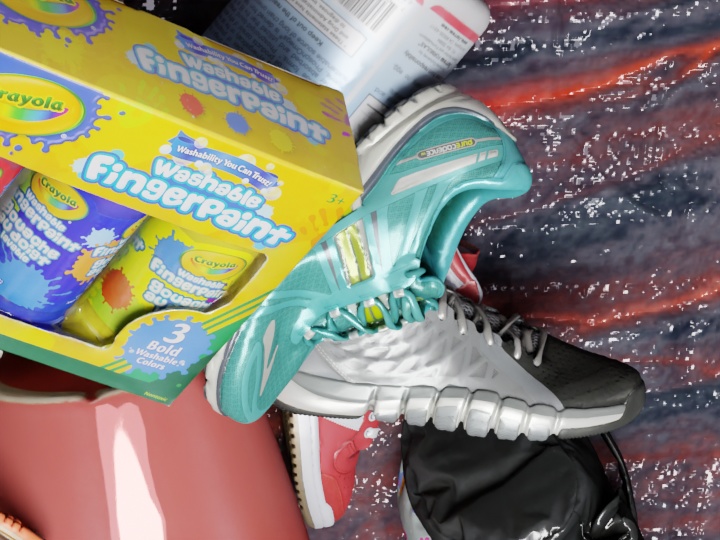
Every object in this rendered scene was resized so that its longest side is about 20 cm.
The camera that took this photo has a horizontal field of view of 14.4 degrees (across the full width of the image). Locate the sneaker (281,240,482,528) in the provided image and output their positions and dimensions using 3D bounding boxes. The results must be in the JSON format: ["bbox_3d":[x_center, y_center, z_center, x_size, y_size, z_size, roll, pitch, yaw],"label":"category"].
[{"bbox_3d":[0.012,0.044,1.524,0.112,0.071,0.200,-6,114,-7],"label":"sneaker"}]

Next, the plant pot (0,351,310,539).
[{"bbox_3d":[-0.121,0.123,1.475,0.200,0.200,0.177,-10,107,-8],"label":"plant pot"}]

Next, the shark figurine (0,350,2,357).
[{"bbox_3d":[-0.246,0.036,1.347,0.128,0.090,0.214,1,143,4],"label":"shark figurine"}]

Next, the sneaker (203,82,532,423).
[{"bbox_3d":[0.000,0.000,1.377,0.080,0.078,0.200,43,95,18],"label":"sneaker"}]

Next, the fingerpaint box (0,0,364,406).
[{"bbox_3d":[-0.128,-0.038,1.291,0.200,0.073,0.167,21,128,-31],"label":"fingerpaint box"}]

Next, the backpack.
[{"bbox_3d":[0.095,0.156,1.561,0.127,0.167,0.200,-20,134,6],"label":"backpack"}]

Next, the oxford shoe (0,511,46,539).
[{"bbox_3d":[-0.249,0.125,1.365,0.200,0.071,0.073,17,81,-8],"label":"oxford shoe"}]

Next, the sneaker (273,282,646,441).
[{"bbox_3d":[0.051,0.020,1.446,0.200,0.075,0.116,4,103,-4],"label":"sneaker"}]

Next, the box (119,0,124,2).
[{"bbox_3d":[-0.172,-0.076,1.413,0.119,0.041,0.200,-22,121,-38],"label":"box"}]

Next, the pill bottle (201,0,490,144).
[{"bbox_3d":[-0.036,-0.087,1.421,0.109,0.109,0.200,37,97,-25],"label":"pill bottle"}]
